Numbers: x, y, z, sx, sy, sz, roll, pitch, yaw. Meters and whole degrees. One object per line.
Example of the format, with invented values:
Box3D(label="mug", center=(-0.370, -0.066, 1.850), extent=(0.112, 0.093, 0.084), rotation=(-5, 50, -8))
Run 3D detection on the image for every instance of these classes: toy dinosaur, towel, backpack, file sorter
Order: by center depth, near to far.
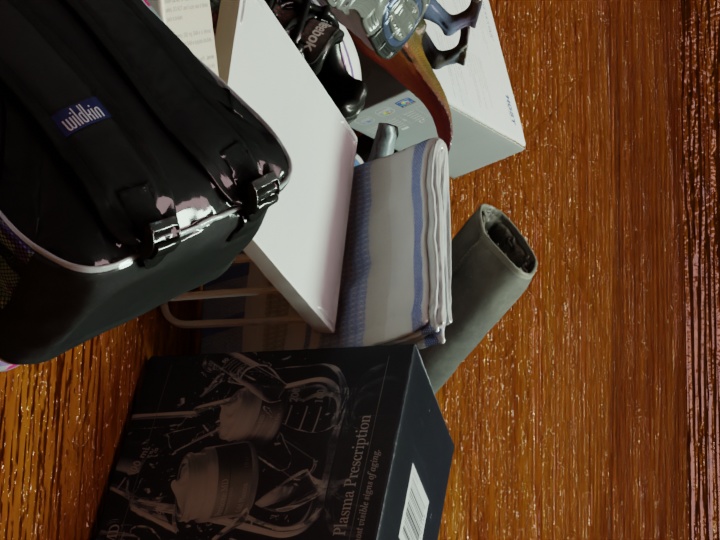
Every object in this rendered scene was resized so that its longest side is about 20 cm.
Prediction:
Box3D(label="backpack", center=(-0.155, -0.064, 0.949), extent=(0.200, 0.151, 0.177), rotation=(53, 43, 8))
Box3D(label="file sorter", center=(-0.097, -0.062, 1.211), extent=(0.200, 0.124, 0.140), rotation=(53, 39, -59))
Box3D(label="towel", center=(-0.026, 0.002, 1.294), extent=(0.024, 0.199, 0.148), rotation=(34, 49, -45))
Box3D(label="toy dinosaur", center=(-0.002, -0.205, 1.468), extent=(0.105, 0.180, 0.201), rotation=(107, -6, -70))

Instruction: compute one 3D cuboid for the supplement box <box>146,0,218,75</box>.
Box3D(label="supplement box", center=(-0.151, -0.163, 1.065), extent=(0.073, 0.125, 0.201), rotation=(-28, 114, -69))

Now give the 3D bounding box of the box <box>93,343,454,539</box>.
Box3D(label="box", center=(-0.054, 0.155, 1.211), extent=(0.104, 0.181, 0.201), rotation=(68, 25, -43))

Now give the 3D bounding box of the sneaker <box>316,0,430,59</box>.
Box3D(label="sneaker", center=(-0.021, -0.211, 1.347), extent=(0.075, 0.087, 0.200), rotation=(-53, 155, -9))

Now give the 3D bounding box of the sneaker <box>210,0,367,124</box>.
Box3D(label="sneaker", center=(-0.066, -0.161, 1.301), extent=(0.201, 0.098, 0.071), rotation=(53, 46, -22))

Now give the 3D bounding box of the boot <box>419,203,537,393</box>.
Box3D(label="boot", center=(0.062, 0.069, 1.516), extent=(0.072, 0.200, 0.182), rotation=(33, 25, -37))

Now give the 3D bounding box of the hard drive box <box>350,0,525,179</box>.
Box3D(label="hard drive box", center=(0.045, -0.178, 1.630), extent=(0.200, 0.077, 0.157), rotation=(21, 51, -57))

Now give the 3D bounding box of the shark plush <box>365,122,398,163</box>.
Box3D(label="shark plush", center=(0.000, 0.000, 1.404), extent=(0.201, 0.091, 0.083), rotation=(-60, -172, 5))

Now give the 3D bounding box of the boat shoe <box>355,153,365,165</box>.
Box3D(label="boat shoe", center=(-0.055, -0.066, 1.443), extent=(0.200, 0.072, 0.073), rotation=(38, 55, -54))

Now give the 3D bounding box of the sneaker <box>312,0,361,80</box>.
Box3D(label="sneaker", center=(-0.067, -0.170, 1.423), extent=(0.201, 0.072, 0.114), rotation=(67, 29, -22))

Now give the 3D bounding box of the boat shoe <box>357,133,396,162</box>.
Box3D(label="boat shoe", center=(-0.003, -0.043, 1.597), extent=(0.202, 0.063, 0.074), rotation=(-68, 151, -50))
